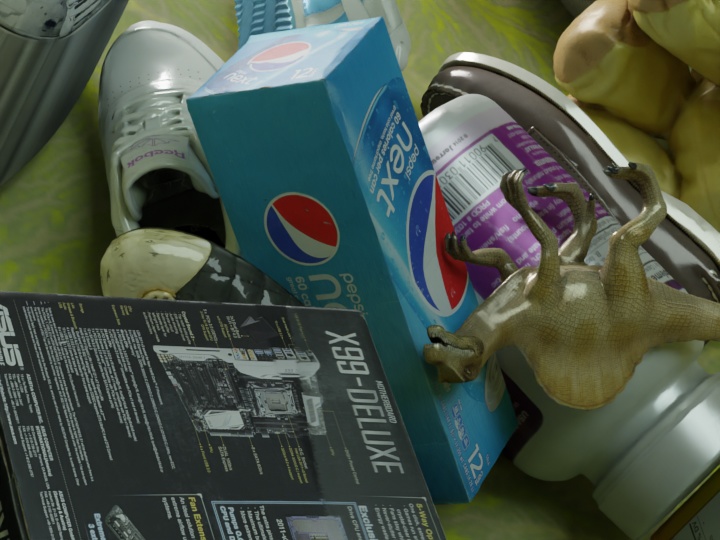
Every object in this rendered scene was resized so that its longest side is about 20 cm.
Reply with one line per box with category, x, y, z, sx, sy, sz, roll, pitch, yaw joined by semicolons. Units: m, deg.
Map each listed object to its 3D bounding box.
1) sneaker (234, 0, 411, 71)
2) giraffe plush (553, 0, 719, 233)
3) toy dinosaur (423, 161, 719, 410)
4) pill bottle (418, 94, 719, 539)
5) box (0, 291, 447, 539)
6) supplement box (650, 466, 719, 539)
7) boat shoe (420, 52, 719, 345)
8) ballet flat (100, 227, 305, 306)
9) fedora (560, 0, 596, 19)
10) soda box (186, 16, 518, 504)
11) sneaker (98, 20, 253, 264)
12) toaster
sneaker;-0.017;-0.101;1.133;0.081;0.077;0.200;23;44;-20
giraffe plush;0.212;-0.079;1.217;0.200;0.173;0.162;52;38;5
toy dinosaur;0.103;0.009;0.984;0.200;0.058;0.101;-2;82;-26
pill bottle;0.085;0.024;1.056;0.200;0.112;0.112;46;41;11
box;-0.045;0.101;0.741;0.158;0.050;0.200;3;52;-35
supplement box;0.235;0.112;1.010;0.109;0.200;0.109;9;48;-30
boat shoe;0.102;-0.032;1.158;0.200;0.072;0.060;41;62;15
ballet flat;-0.032;0.061;0.930;0.200;0.066;0.057;50;25;-19
fedora;0.163;-0.177;1.293;0.090;0.177;0.200;68;20;-8
soda box;0.000;0.000;0.966;0.064;0.068;0.200;-52;129;-51
sneaker;-0.075;-0.046;1.011;0.075;0.100;0.200;-18;54;0
toaster;-0.164;-0.121;1.003;0.114;0.129;0.200;33;40;-3
